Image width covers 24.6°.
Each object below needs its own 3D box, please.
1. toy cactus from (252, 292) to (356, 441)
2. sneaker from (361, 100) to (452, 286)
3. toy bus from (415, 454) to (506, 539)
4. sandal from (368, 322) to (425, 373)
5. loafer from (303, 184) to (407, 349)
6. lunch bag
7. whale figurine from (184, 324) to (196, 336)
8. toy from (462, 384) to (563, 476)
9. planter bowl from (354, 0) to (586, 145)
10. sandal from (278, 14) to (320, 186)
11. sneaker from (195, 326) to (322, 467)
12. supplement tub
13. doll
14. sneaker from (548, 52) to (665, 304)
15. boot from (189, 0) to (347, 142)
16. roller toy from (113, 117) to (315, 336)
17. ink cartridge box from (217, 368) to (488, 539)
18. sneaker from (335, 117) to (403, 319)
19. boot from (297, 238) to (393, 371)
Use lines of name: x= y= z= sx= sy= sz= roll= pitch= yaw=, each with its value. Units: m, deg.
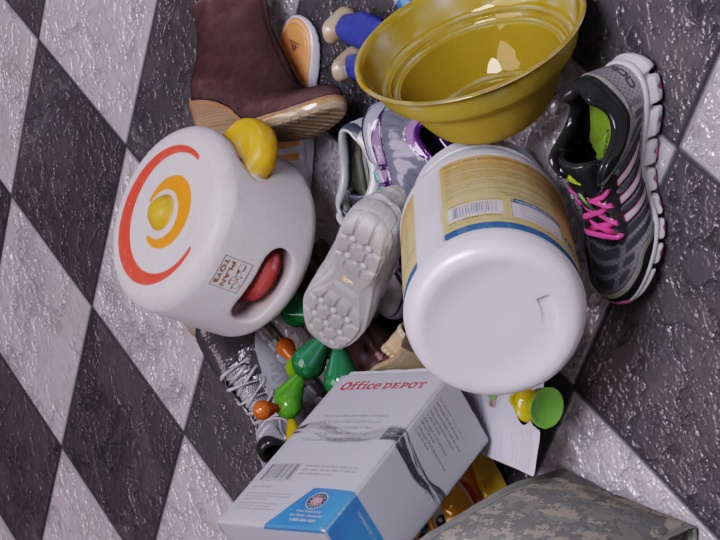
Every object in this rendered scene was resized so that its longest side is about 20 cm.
toy cactus: x=-0.048 y=0.069 z=1.599 sx=0.166 sy=0.101 sz=0.201 roll=-54 pitch=43 yaw=27
sneaker: x=0.064 y=-0.061 z=1.499 sx=0.087 sy=0.074 sz=0.202 roll=-9 pitch=103 yaw=43
toy bus: x=0.021 y=0.245 z=1.546 sx=0.200 sy=0.190 sz=0.137 roll=-35 pitch=70 yaw=50
sandal: x=0.061 y=0.072 z=1.496 sx=0.077 sy=0.070 sz=0.212 roll=28 pitch=152 yaw=1
loafer: x=0.000 y=0.000 z=1.476 sx=0.070 sy=0.070 sz=0.201 roll=37 pitch=142 yaw=7
lunch bag: x=0.154 y=0.256 z=1.359 sx=0.163 sy=0.198 sz=0.119 roll=19 pitch=113 yaw=49
whale figurine: x=-0.126 y=-0.020 z=1.761 sx=0.159 sy=0.102 sz=0.203 roll=-103 pitch=26 yaw=-84
toy: x=0.121 y=0.106 z=1.485 sx=0.200 sy=0.047 sz=0.117 roll=-164 pitch=78 yaw=-64
planter bowl: x=0.101 y=-0.163 z=1.371 sx=0.200 sy=0.200 sz=0.084 roll=25 pitch=147 yaw=48
sandal: x=-0.088 y=-0.160 z=1.697 sx=0.079 sy=0.059 sz=0.209 roll=29 pitch=121 yaw=47
sneaker: x=-0.099 y=0.133 z=1.678 sx=0.200 sy=0.116 sz=0.075 roll=44 pitch=115 yaw=-10
supplement tub: x=0.104 y=-0.009 z=1.344 sx=0.201 sy=0.143 sz=0.146 roll=-89 pitch=12 yaw=-59
doll: x=0.043 y=-0.203 z=1.512 sx=0.199 sy=0.048 sz=0.138 roll=17 pitch=129 yaw=49
sneaker: x=0.191 y=-0.070 z=1.317 sx=0.073 sy=0.087 sz=0.203 roll=17 pitch=113 yaw=50
boot: x=-0.098 y=-0.210 z=1.633 sx=0.198 sy=0.072 sz=0.169 roll=-11 pitch=78 yaw=40
roller toy: x=-0.144 y=-0.039 z=1.582 sx=0.199 sy=0.139 sz=0.185 roll=-15 pitch=64 yaw=43
ink cartridge box: x=-0.004 y=0.182 z=1.432 sx=0.144 sy=0.200 sz=0.084 roll=-6 pitch=123 yaw=47
sneaker: x=0.009 y=-0.049 z=1.583 sx=0.073 sy=0.070 sz=0.203 roll=3 pitch=103 yaw=53
boot: x=-0.029 y=0.092 z=1.681 sx=0.200 sy=0.064 sz=0.188 roll=47 pitch=125 yaw=35
